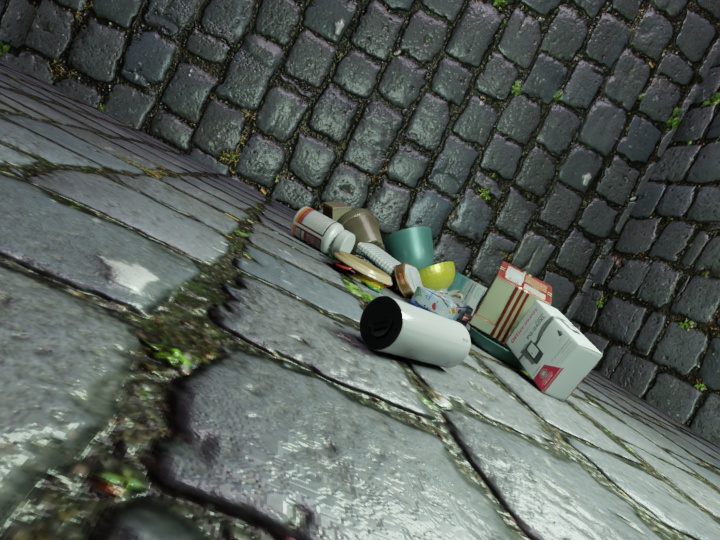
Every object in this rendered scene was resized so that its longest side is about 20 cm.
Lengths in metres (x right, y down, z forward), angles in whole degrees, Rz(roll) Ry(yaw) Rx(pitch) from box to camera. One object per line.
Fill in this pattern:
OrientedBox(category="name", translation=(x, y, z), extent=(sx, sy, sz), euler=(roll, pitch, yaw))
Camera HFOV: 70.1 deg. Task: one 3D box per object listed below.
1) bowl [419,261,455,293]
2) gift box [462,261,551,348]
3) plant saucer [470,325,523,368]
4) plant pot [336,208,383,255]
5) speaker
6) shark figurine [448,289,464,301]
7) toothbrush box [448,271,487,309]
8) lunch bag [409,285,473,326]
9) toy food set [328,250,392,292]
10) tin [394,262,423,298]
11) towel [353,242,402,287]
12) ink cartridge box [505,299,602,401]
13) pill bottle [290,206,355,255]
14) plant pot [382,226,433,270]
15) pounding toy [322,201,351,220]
OrientedBox(category="bowl", translation=(0.287, 0.051, 2.002), extent=(0.200, 0.199, 0.109), euler=(14, 55, -68))
OrientedBox(category="gift box", translation=(0.405, 0.107, 1.424), extent=(0.184, 0.188, 0.200), euler=(31, 26, 16))
OrientedBox(category="plant saucer", translation=(0.384, 0.216, 1.415), extent=(0.199, 0.036, 0.200), euler=(28, 6, -3))
OrientedBox(category="plant pot", translation=(0.006, -0.121, 2.068), extent=(0.199, 0.200, 0.174), euler=(23, 24, -39))
OrientedBox(category="speaker", translation=(0.089, 0.099, 0.795), extent=(0.199, 0.082, 0.081), euler=(22, 8, -46))
OrientedBox(category="shark figurine", translation=(0.380, 0.130, 2.057), extent=(0.127, 0.090, 0.214), euler=(-10, 8, -16))
OrientedBox(category="toothbrush box", translation=(0.441, 0.100, 2.233), extent=(0.085, 0.147, 0.200), euler=(23, 8, -35))
OrientedBox(category="lunch bag", translation=(0.243, 0.108, 1.548), extent=(0.160, 0.076, 0.199), euler=(28, 5, 31))
OrientedBox(category="toy food set", translation=(0.000, 0.000, 1.474), extent=(0.199, 0.049, 0.198), euler=(29, 6, 10))
OrientedBox(category="tin", translation=(0.163, 0.034, 1.680), extent=(0.200, 0.042, 0.113), euler=(14, 55, -67))
OrientedBox(category="towel", translation=(0.065, -0.012, 1.738), extent=(0.165, 0.086, 0.200), euler=(37, 12, 14))
OrientedBox(category="ink cartridge box", translation=(0.460, 0.189, 1.245), extent=(0.083, 0.146, 0.200), euler=(22, 20, -22))
OrientedBox(category="pill bottle", translation=(-0.122, -0.121, 1.679), extent=(0.199, 0.110, 0.109), euler=(30, 6, 20))
OrientedBox(category="plant pot", translation=(0.201, -0.064, 2.033), extent=(0.198, 0.163, 0.201), euler=(-11, -13, -3))
OrientedBox(category="pounding toy", translation=(-0.108, -0.242, 2.622), extent=(0.141, 0.202, 0.184), euler=(-6, 19, -22))
